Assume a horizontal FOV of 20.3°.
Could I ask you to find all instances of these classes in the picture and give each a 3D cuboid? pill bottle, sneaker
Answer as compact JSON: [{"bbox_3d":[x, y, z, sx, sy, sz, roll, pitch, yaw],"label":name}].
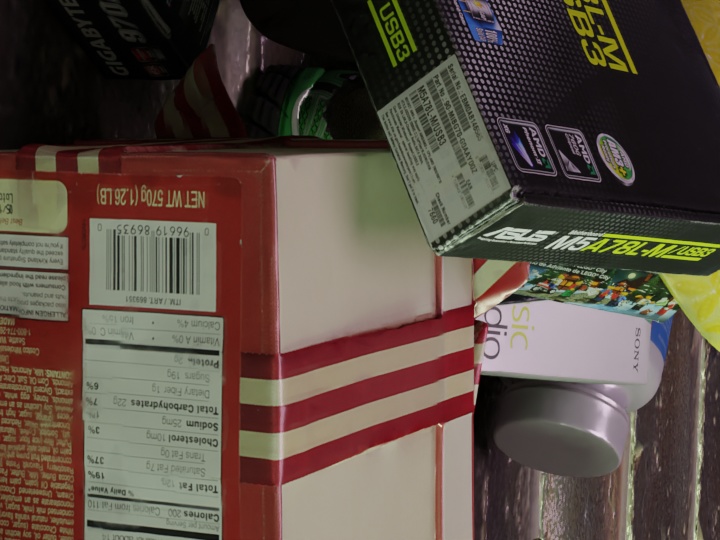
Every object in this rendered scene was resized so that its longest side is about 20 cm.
[{"bbox_3d":[0.145,0.025,1.285,0.112,0.111,0.201,58,40,-54],"label":"pill bottle"},{"bbox_3d":[0.000,0.000,0.965,0.078,0.084,0.201,-54,142,-53],"label":"sneaker"}]

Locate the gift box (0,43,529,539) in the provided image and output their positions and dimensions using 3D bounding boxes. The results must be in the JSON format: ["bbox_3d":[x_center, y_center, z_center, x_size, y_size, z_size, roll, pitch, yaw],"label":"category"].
[{"bbox_3d":[-0.049,0.020,0.723,0.186,0.183,0.202,-7,103,-65],"label":"gift box"}]

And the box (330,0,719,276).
[{"bbox_3d":[0.061,-0.097,0.739,0.192,0.047,0.201,3,61,-50],"label":"box"}]

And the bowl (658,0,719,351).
[{"bbox_3d":[0.190,-0.070,0.982,0.200,0.107,0.201,52,22,-32],"label":"bowl"}]

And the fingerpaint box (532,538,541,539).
[{"bbox_3d":[0.024,0.232,0.833,0.073,0.199,0.168,41,25,-63],"label":"fingerpaint box"}]

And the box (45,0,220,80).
[{"bbox_3d":[-0.086,-0.199,0.778,0.159,0.046,0.201,56,43,-57],"label":"box"}]

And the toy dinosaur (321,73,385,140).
[{"bbox_3d":[0.004,-0.010,0.863,0.102,0.077,0.201,-6,121,-56],"label":"toy dinosaur"}]

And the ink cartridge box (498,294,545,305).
[{"bbox_3d":[0.080,-0.032,1.085,0.199,0.039,0.100,-6,93,-41],"label":"ink cartridge box"}]

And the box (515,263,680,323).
[{"bbox_3d":[0.090,-0.074,1.038,0.136,0.038,0.201,11,49,-30],"label":"box"}]

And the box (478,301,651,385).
[{"bbox_3d":[0.092,-0.011,1.143,0.199,0.036,0.146,6,87,-41],"label":"box"}]

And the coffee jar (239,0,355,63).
[{"bbox_3d":[0.003,-0.159,0.888,0.200,0.085,0.105,-67,171,-70],"label":"coffee jar"}]
